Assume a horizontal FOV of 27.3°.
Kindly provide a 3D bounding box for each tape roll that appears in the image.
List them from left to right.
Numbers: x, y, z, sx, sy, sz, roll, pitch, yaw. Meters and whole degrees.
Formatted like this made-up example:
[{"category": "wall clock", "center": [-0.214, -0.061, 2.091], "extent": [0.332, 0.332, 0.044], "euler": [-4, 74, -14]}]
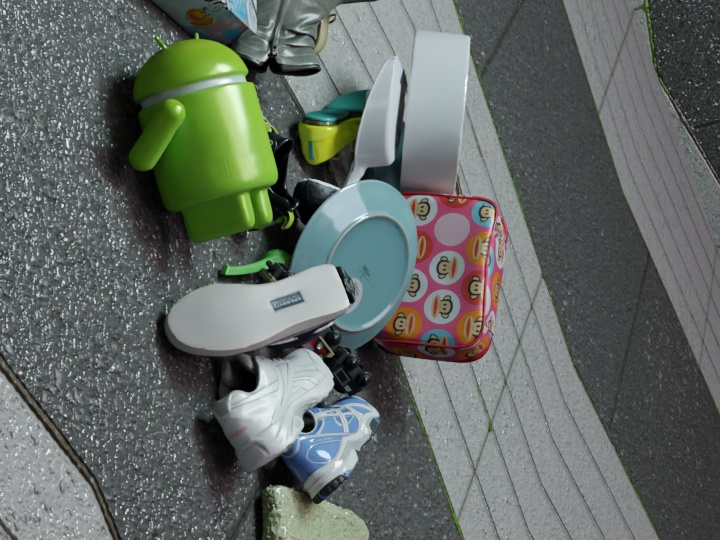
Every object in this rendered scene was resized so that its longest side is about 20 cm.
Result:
[{"category": "tape roll", "center": [0.092, -0.195, 1.837], "extent": [0.202, 0.071, 0.203], "euler": [6, 90, -88]}]

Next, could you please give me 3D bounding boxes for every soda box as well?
[{"category": "soda box", "center": [-0.183, -0.307, 1.513], "extent": [0.200, 0.064, 0.068], "euler": [37, 45, -53]}]

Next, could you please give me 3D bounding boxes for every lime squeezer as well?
[{"category": "lime squeezer", "center": [-0.080, 0.022, 1.587], "extent": [0.200, 0.038, 0.071], "euler": [47, 37, -48]}]

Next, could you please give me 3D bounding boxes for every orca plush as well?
[{"category": "orca plush", "center": [-0.029, -0.034, 1.674], "extent": [0.200, 0.105, 0.071], "euler": [72, 23, -70]}]

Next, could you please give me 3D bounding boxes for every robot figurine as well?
[{"category": "robot figurine", "center": [-0.149, -0.131, 1.426], "extent": [0.175, 0.116, 0.200], "euler": [-22, 97, -66]}]

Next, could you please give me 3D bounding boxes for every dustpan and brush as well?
[{"category": "dustpan and brush", "center": [0.011, -0.145, 1.751], "extent": [0.140, 0.057, 0.200], "euler": [58, 40, -77]}]

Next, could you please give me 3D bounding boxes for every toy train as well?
[{"category": "toy train", "center": [-0.052, 0.064, 1.572], "extent": [0.200, 0.046, 0.034], "euler": [55, -7, -33]}]

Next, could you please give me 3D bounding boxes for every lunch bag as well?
[{"category": "lunch bag", "center": [0.078, 0.006, 1.776], "extent": [0.082, 0.176, 0.200], "euler": [51, 47, -66]}]

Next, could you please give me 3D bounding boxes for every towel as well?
[{"category": "towel", "center": [-0.041, 0.303, 1.520], "extent": [0.200, 0.036, 0.149], "euler": [36, 45, -55]}]

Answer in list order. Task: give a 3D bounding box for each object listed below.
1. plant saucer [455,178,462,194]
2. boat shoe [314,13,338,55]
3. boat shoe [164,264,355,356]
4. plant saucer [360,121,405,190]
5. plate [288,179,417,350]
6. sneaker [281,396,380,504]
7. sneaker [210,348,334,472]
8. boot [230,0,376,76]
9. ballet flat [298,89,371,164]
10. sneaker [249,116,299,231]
[{"category": "plant saucer", "center": [0.121, -0.107, 2.028], "extent": [0.200, 0.029, 0.200], "euler": [-14, 90, -83]}, {"category": "boat shoe", "center": [-0.060, -0.334, 1.776], "extent": [0.063, 0.073, 0.200], "euler": [34, 47, -52]}, {"category": "boat shoe", "center": [-0.105, 0.055, 1.454], "extent": [0.200, 0.093, 0.075], "euler": [-11, 67, -28]}, {"category": "plant saucer", "center": [0.048, -0.103, 1.927], "extent": [0.200, 0.036, 0.200], "euler": [43, 40, -50]}, {"category": "plate", "center": [0.000, 0.000, 1.626], "extent": [0.200, 0.026, 0.200], "euler": [-23, 123, -40]}, {"category": "sneaker", "center": [-0.034, 0.168, 1.560], "extent": [0.077, 0.076, 0.200], "euler": [45, 15, -4]}, {"category": "sneaker", "center": [-0.091, 0.112, 1.475], "extent": [0.099, 0.078, 0.200], "euler": [54, 21, -10]}, {"category": "boot", "center": [-0.058, -0.277, 1.666], "extent": [0.068, 0.200, 0.131], "euler": [134, -50, -67]}, {"category": "ballet flat", "center": [-0.021, -0.172, 1.801], "extent": [0.200, 0.067, 0.067], "euler": [-36, 131, -61]}, {"category": "sneaker", "center": [-0.106, -0.138, 1.561], "extent": [0.072, 0.083, 0.200], "euler": [-4, 81, -66]}]
